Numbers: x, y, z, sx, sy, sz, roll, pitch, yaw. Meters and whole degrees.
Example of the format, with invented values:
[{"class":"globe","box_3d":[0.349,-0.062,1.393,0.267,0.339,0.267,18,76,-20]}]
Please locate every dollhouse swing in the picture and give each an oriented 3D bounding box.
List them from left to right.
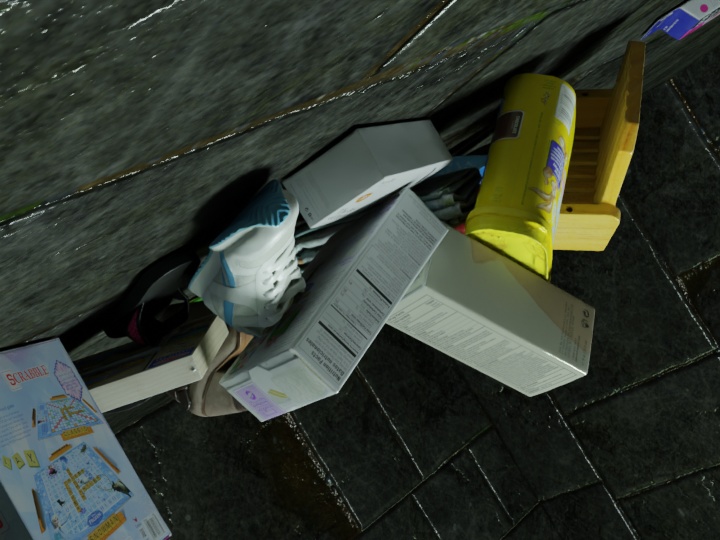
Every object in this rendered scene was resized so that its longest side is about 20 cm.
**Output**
[{"class":"dollhouse swing","box_3d":[0.238,-0.156,1.238,0.180,0.201,0.176,2,145,18]}]

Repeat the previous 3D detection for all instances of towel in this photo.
[{"class":"towel","box_3d":[0.030,-0.055,1.124,0.198,0.049,0.171,-14,-171,22]}]

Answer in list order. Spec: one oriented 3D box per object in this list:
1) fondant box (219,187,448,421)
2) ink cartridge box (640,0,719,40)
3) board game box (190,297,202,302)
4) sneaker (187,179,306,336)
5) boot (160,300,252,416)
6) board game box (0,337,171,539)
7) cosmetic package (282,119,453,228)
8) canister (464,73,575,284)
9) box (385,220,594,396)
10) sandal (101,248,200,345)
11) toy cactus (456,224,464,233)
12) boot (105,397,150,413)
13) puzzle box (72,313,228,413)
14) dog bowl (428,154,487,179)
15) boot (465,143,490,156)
[{"class":"fondant box","box_3d":[-0.024,0.031,0.943,0.200,0.058,0.144,-53,-167,-33]},{"class":"ink cartridge box","box_3d":[0.480,-0.366,1.436,0.199,0.037,0.095,-30,177,-2]},{"class":"board game box","box_3d":[-0.139,0.061,1.280,0.199,0.102,0.048,-30,176,-33]},{"class":"sneaker","box_3d":[-0.078,-0.007,0.856,0.077,0.081,0.200,-49,180,-25]},{"class":"boot","box_3d":[-0.156,0.056,1.102,0.145,0.202,0.070,9,-172,35]},{"class":"board game box","box_3d":[-0.244,0.156,0.827,0.041,0.201,0.200,-31,177,9]},{"class":"cosmetic package","box_3d":[0.013,-0.089,0.941,0.082,0.051,0.200,-34,177,23]},{"class":"canister","box_3d":[0.167,-0.081,1.090,0.149,0.086,0.201,77,26,-57]},{"class":"box","box_3d":[0.121,0.040,1.032,0.095,0.199,0.078,-31,-143,51]},{"class":"sandal","box_3d":[-0.185,0.037,0.962,0.075,0.045,0.200,-32,177,-28]},{"class":"toy cactus","box_3d":[0.058,-0.025,1.362,0.164,0.103,0.200,-14,176,-10]},{"class":"boot","box_3d":[-0.272,0.113,1.391,0.188,0.069,0.200,-40,-175,-6]},{"class":"puzzle box","box_3d":[-0.228,0.098,0.989,0.198,0.026,0.133,-19,-167,7]},{"class":"dog bowl","box_3d":[0.181,-0.116,1.405,0.198,0.050,0.111,-2,165,16]},{"class":"boot","box_3d":[0.190,-0.068,1.504,0.188,0.201,0.068,-33,176,25]}]
